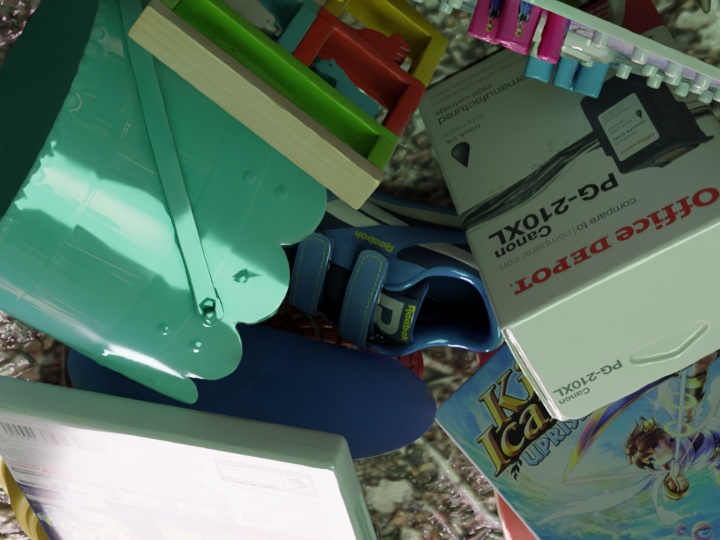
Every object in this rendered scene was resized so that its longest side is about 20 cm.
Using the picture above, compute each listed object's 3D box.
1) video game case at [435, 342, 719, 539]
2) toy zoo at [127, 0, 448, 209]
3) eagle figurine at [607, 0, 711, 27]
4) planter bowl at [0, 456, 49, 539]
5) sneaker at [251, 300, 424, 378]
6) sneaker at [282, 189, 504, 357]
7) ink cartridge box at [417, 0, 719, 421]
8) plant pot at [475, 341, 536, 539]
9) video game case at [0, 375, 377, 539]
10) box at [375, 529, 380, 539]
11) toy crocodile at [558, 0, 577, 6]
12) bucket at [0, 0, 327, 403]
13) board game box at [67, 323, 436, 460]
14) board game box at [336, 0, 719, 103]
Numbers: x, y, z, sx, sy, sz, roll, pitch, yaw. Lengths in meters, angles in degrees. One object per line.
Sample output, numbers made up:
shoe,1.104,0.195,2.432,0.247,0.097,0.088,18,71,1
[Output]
video game case,0.169,0.079,1.102,0.200,0.181,0.045,-44,155,4
toy zoo,-0.025,-0.118,0.972,0.131,0.200,0.020,38,121,-7
eagle figurine,0.110,-0.217,0.850,0.200,0.152,0.151,40,74,-5
planter bowl,-0.126,0.164,1.217,0.199,0.084,0.201,2,148,1
sneaker,-0.061,0.056,1.198,0.198,0.078,0.082,1,138,-5
sneaker,0.000,0.000,1.141,0.198,0.083,0.074,7,129,-3
ink cartridge box,0.127,-0.040,1.069,0.144,0.201,0.084,-27,132,9
plant pot,0.168,0.093,1.217,0.176,0.201,0.201,-10,134,9
video game case,-0.087,0.124,1.056,0.199,0.023,0.183,8,146,17
box,-0.081,0.268,1.348,0.198,0.107,0.149,-4,132,-13
toy crocodile,0.026,-0.177,1.012,0.199,0.068,0.062,11,128,-24
bucket,-0.113,-0.050,1.000,0.134,0.208,0.207,26,120,-23
board game box,-0.059,0.075,1.086,0.199,0.158,0.039,14,109,12
board game box,0.087,-0.105,0.939,0.199,0.200,0.026,17,96,-35
